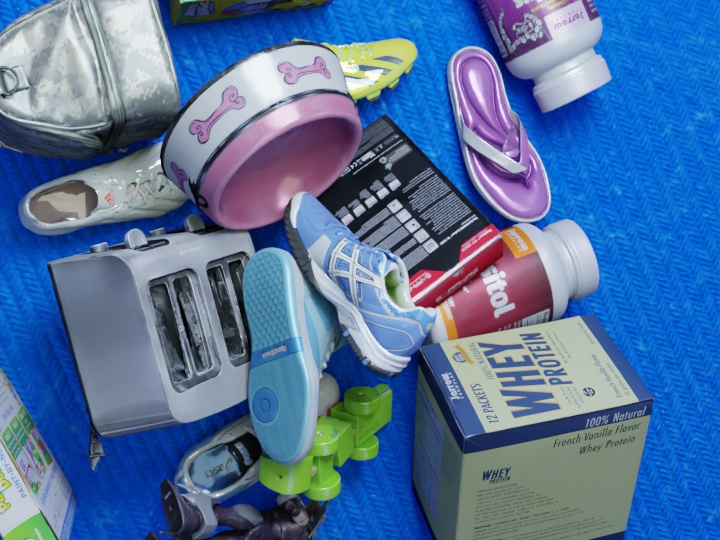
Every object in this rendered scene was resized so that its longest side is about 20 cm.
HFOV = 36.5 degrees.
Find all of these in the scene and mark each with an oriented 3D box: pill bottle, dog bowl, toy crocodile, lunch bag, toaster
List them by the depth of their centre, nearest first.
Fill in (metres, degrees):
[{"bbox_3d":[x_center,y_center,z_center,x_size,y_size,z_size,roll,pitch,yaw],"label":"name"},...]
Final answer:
[{"bbox_3d":[-0.268,-0.174,1.011,0.165,0.200,0.142,-15,95,-18],"label":"lunch bag"},{"bbox_3d":[-0.084,-0.117,1.026,0.198,0.201,0.074,-30,71,-12],"label":"dog bowl"},{"bbox_3d":[-0.182,0.058,1.035,0.180,0.117,0.203,-19,96,-55],"label":"toaster"},{"bbox_3d":[-0.027,0.168,1.098,0.199,0.061,0.069,-35,131,-51],"label":"toy crocodile"},{"bbox_3d":[0.145,0.019,1.153,0.197,0.113,0.115,-21,95,-13],"label":"pill bottle"},{"bbox_3d":[0.190,-0.277,1.162,0.111,0.112,0.202,-28,96,-12],"label":"pill bottle"}]

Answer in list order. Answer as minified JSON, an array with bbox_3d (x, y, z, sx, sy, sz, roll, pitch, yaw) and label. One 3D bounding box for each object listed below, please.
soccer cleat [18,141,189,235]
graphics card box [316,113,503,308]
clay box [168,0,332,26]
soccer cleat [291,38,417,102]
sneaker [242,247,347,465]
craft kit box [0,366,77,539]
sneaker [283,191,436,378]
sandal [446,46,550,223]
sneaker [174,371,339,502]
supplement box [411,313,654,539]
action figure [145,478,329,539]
[{"bbox_3d":[-0.238,-0.079,1.077,0.197,0.077,0.070,-19,95,-13],"label":"soccer cleat"},{"bbox_3d":[0.037,-0.054,1.104,0.125,0.051,0.200,-36,62,-10],"label":"graphics card box"},{"bbox_3d":[-0.117,-0.284,1.087,0.197,0.115,0.048,-12,94,-12],"label":"clay box"},{"bbox_3d":[-0.033,-0.207,1.129,0.198,0.065,0.085,-24,112,-10],"label":"soccer cleat"},{"bbox_3d":[-0.045,0.084,1.055,0.130,0.079,0.204,12,71,-55],"label":"sneaker"},{"bbox_3d":[-0.327,0.158,0.995,0.048,0.200,0.200,-26,96,-10],"label":"craft kit box"},{"bbox_3d":[0.000,0.000,1.024,0.077,0.075,0.201,-44,70,22],"label":"sneaker"},{"bbox_3d":[0.145,-0.146,1.170,0.081,0.050,0.205,-23,85,-11],"label":"sandal"},{"bbox_3d":[-0.101,0.174,1.116,0.199,0.072,0.072,-35,95,-12],"label":"sneaker"},{"bbox_3d":[0.165,0.178,1.103,0.197,0.135,0.202,-9,127,-13],"label":"supplement box"},{"bbox_3d":[-0.113,0.254,1.085,0.198,0.069,0.131,11,114,-45],"label":"action figure"}]
